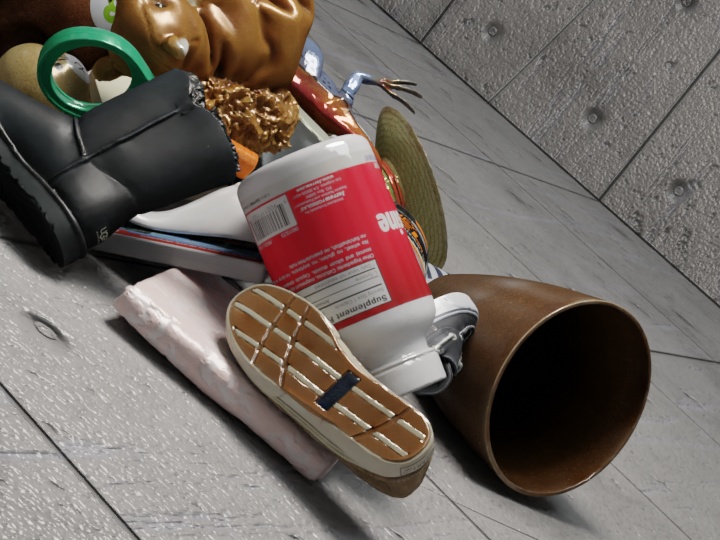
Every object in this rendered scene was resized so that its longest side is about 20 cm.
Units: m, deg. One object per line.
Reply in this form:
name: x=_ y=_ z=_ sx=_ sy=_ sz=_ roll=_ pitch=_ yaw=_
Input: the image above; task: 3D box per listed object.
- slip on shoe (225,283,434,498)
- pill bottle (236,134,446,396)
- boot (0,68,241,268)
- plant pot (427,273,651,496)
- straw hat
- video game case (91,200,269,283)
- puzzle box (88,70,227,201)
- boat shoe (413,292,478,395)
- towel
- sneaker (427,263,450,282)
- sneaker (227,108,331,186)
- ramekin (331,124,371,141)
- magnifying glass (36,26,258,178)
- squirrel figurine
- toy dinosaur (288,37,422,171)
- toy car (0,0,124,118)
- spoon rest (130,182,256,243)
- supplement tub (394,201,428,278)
slip on shoe: x=-0.025 y=0.089 z=1.446 sx=0.200 sy=0.076 sz=0.061 roll=37 pitch=-29 yaw=25
pill bottle: x=-0.010 y=0.006 z=1.523 sx=0.200 sy=0.112 sz=0.112 roll=68 pitch=17 yaw=4
boot: x=-0.206 y=-0.110 z=1.515 sx=0.200 sy=0.168 sz=0.076 roll=49 pitch=-26 yaw=24
plant pot: x=0.131 y=0.080 z=1.814 sx=0.187 sy=0.187 sz=0.200 roll=27 pitch=3 yaw=-40
straw hat: x=0.018 y=-0.071 z=2.144 sx=0.201 sy=0.085 sz=0.202 roll=162 pitch=-90 yaw=-76
video game case: x=-0.130 y=-0.028 z=1.642 sx=0.143 sy=0.017 sz=0.200 roll=12 pitch=11 yaw=6
puzzle box: x=-0.148 y=-0.115 z=1.812 sx=0.200 sy=0.025 sz=0.133 roll=9 pitch=42 yaw=-31
boat shoe: x=0.053 y=0.072 z=1.653 sx=0.068 sy=0.072 sz=0.200 roll=49 pitch=27 yaw=14
towel: x=-0.085 y=0.073 z=1.523 sx=0.200 sy=0.032 sz=0.191 roll=40 pitch=12 yaw=4
sneaker: x=0.041 y=0.006 z=2.005 sx=0.109 sy=0.070 sz=0.200 roll=46 pitch=18 yaw=23
sneaker: x=-0.113 y=-0.130 z=1.772 sx=0.200 sy=0.075 sz=0.106 roll=39 pitch=36 yaw=4
ramekin: x=-0.095 y=-0.148 z=2.085 sx=0.200 sy=0.105 sz=0.200 roll=36 pitch=14 yaw=-10
magnifying glass: x=-0.167 y=-0.129 z=1.576 sx=0.200 sy=0.080 sz=0.022 roll=31 pitch=34 yaw=-26
squirrel figurine: x=-0.132 y=-0.171 z=1.648 sx=0.187 sy=0.141 sz=0.201 roll=-22 pitch=104 yaw=-61
toy dinosaur: x=-0.049 y=-0.149 z=1.827 sx=0.200 sy=0.105 sz=0.182 roll=6 pitch=41 yaw=-37
toy car: x=-0.253 y=-0.160 z=1.645 sx=0.164 sy=0.158 sz=0.200 roll=43 pitch=19 yaw=-43
spoon rest: x=-0.129 y=-0.051 z=1.605 sx=0.200 sy=0.061 sz=0.099 roll=21 pitch=10 yaw=-15
supplement tub: x=0.000 y=0.000 z=1.797 sx=0.122 sy=0.123 sz=0.200 roll=37 pitch=13 yaw=-6
